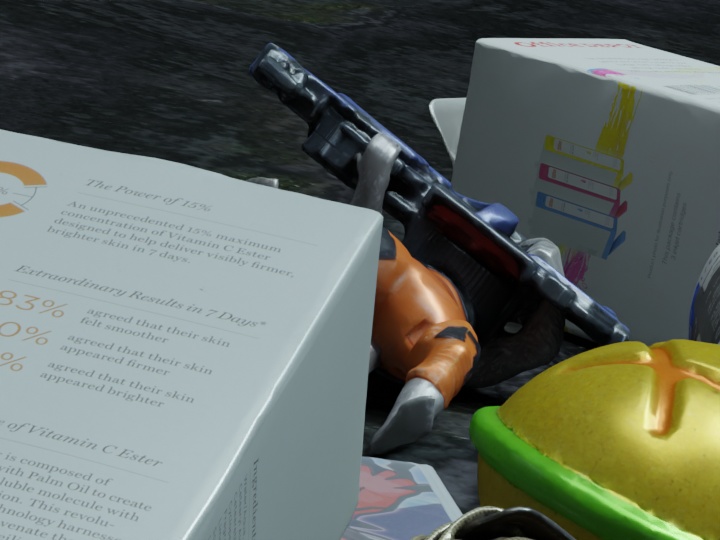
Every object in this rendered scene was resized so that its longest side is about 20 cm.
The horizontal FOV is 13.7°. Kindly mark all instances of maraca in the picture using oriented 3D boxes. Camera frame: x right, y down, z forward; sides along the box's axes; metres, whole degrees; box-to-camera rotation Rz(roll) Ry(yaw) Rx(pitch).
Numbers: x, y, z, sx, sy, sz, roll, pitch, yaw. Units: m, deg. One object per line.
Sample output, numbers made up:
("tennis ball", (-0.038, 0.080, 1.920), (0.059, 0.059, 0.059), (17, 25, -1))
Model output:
("maraca", (0.119, 0.083, 0.934), (0.199, 0.107, 0.137), (19, 12, -37))

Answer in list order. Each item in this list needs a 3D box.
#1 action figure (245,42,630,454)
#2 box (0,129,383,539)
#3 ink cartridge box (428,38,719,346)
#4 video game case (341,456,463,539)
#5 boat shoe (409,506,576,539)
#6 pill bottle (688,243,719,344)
("action figure", (0.000, 0.000, 1.235), (0.200, 0.105, 0.193), (41, 16, 16))
("box", (-0.083, 0.060, 0.729), (0.124, 0.098, 0.200), (12, 33, 13))
("ink cartridge box", (0.138, -0.035, 1.443), (0.199, 0.126, 0.128), (20, 15, 39))
("video game case", (-0.045, 0.089, 0.956), (0.181, 0.023, 0.200), (8, 12, -12))
("boat shoe", (0.036, 0.098, 0.817), (0.199, 0.074, 0.075), (12, 31, 12))
("pill bottle", (0.186, 0.042, 1.150), (0.113, 0.114, 0.200), (10, 11, 2))
